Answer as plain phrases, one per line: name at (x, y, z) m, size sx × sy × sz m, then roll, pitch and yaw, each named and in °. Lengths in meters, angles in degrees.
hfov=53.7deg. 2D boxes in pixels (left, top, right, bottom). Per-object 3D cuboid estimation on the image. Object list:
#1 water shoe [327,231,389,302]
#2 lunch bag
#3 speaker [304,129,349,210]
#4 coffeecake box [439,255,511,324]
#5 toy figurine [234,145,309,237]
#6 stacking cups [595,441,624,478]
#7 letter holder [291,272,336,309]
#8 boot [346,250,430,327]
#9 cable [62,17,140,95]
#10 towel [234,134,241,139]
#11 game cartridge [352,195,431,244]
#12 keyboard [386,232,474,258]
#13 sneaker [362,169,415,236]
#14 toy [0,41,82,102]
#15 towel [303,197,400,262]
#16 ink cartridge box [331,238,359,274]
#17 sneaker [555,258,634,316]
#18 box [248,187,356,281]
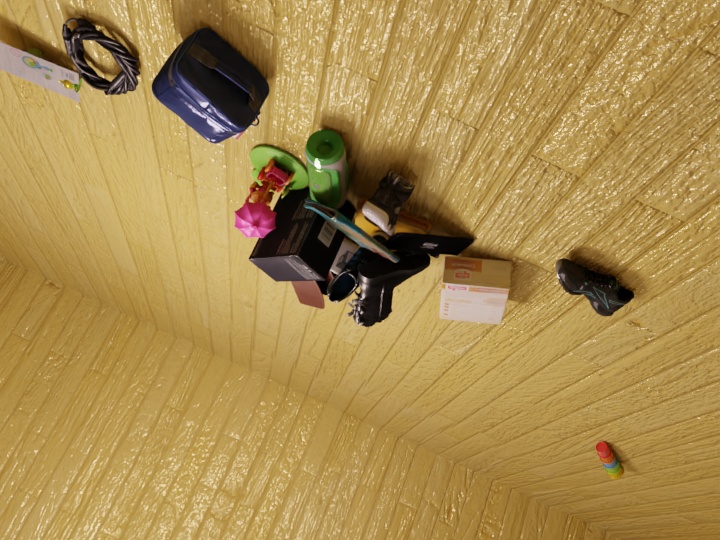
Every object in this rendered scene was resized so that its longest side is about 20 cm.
water shoe at (0.000, 0.000, 1.649) m, size 0.071 × 0.200 × 0.079 m, roll 39°, pitch -168°, yaw -6°
lunch bag at (-0.271, -0.340, 1.337) m, size 0.200 × 0.137 × 0.132 m, roll 37°, pitch 153°, yaw -27°
speaker at (-0.070, -0.205, 1.493) m, size 0.088 × 0.089 × 0.200 m, roll 19°, pitch 156°, yaw 10°
coffeecake box at (0.267, 0.049, 1.676) m, size 0.152 × 0.074 × 0.200 m, roll 5°, pitch 153°, yaw 7°
toy figurine at (-0.229, -0.156, 1.618) m, size 0.150 × 0.185 × 0.200 m, roll 32°, pitch 155°, yaw -19°
stacking cups at (0.839, 0.644, 2.419) m, size 0.060 × 0.061 × 0.200 m, roll 2°, pitch 147°, yaw 40°
letter holder at (-0.106, 0.024, 1.980) m, size 0.141 × 0.101 × 0.200 m, roll 15°, pitch 155°, yaw 15°
boot at (0.065, 0.043, 1.654) m, size 0.073 × 0.197 × 0.163 m, roll 50°, pitch 148°, yaw 38°
cable at (-0.540, -0.441, 1.502) m, size 0.162 × 0.051 × 0.200 m, roll 20°, pitch 154°, yaw -3°
towel at (-0.319, -0.356, 1.492) m, size 0.199 × 0.023 × 0.144 m, roll 33°, pitch 155°, yaw -20°
game cartridge at (0.070, -0.088, 1.674) m, size 0.175 × 0.033 × 0.200 m, roll 22°, pitch 158°, yaw 5°
keyboard at (0.144, -0.066, 1.570) m, size 0.198 × 0.040 × 0.104 m, roll 5°, pitch 154°, yaw -27°
sneaker at (0.064, -0.141, 1.487) m, size 0.075 × 0.114 × 0.200 m, roll 35°, pitch 180°, yaw 7°
toy at (-0.729, -0.466, 1.615) m, size 0.199 × 0.048 × 0.115 m, roll 25°, pitch 153°, yaw -10°
towel at (-0.019, -0.084, 1.520) m, size 0.200 × 0.022 × 0.146 m, roll 35°, pitch 177°, yaw -35°
ink cartridge box at (-0.014, -0.018, 1.768) m, size 0.199 × 0.088 × 0.145 m, roll 30°, pitch -179°, yaw -8°
sneaker at (0.487, 0.024, 1.483) m, size 0.199 × 0.076 × 0.079 m, roll 30°, pitch 143°, yaw -27°
box at (-0.134, -0.085, 1.657) m, size 0.181 × 0.201 × 0.104 m, roll -1°, pitch 147°, yaw 45°
